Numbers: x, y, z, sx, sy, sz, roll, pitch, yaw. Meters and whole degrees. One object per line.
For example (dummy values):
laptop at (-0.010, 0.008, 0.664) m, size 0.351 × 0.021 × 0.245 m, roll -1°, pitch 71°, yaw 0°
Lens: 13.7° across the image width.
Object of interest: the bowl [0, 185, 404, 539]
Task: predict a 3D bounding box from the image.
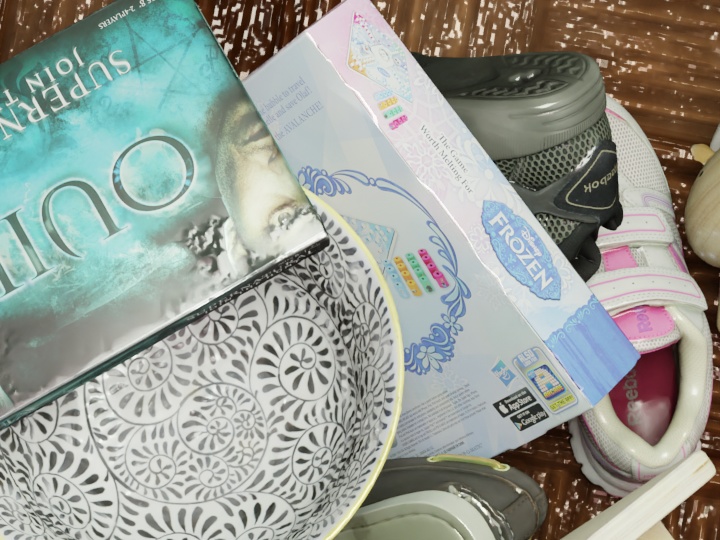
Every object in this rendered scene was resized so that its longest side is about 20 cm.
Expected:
bowl at (-0.076, 0.059, 1.297) m, size 0.200 × 0.094 × 0.202 m, roll -2°, pitch 71°, yaw 5°

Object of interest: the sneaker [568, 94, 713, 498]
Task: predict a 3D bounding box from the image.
sneaker at (0.124, 0.009, 1.391) m, size 0.081 × 0.088 × 0.201 m, roll -17°, pitch 92°, yaw -6°

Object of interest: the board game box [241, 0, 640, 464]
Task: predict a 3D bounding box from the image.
board game box at (0.000, 0.000, 1.326) m, size 0.199 × 0.200 × 0.043 m, roll 52°, pitch 54°, yaw -5°

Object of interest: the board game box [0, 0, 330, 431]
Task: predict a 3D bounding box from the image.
board game box at (-0.131, -0.020, 1.253) m, size 0.199 × 0.028 × 0.136 m, roll -30°, pitch 80°, yaw -5°

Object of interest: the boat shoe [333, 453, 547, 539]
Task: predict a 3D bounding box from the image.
boat shoe at (-0.003, 0.122, 1.347) m, size 0.061 × 0.201 × 0.072 m, roll -32°, pitch 108°, yaw -43°

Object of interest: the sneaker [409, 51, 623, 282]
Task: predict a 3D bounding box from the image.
sneaker at (0.040, -0.039, 1.347) m, size 0.076 × 0.199 × 0.115 m, roll -35°, pitch 118°, yaw -38°

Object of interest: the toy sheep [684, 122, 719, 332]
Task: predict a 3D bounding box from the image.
toy sheep at (0.233, -0.033, 1.388) m, size 0.199 × 0.138 × 0.139 m, roll -8°, pitch 91°, yaw -35°

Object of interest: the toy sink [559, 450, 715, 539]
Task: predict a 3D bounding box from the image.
toy sink at (0.093, 0.186, 1.309) m, size 0.130 × 0.200 × 0.112 m, roll -33°, pitch 85°, yaw -42°
